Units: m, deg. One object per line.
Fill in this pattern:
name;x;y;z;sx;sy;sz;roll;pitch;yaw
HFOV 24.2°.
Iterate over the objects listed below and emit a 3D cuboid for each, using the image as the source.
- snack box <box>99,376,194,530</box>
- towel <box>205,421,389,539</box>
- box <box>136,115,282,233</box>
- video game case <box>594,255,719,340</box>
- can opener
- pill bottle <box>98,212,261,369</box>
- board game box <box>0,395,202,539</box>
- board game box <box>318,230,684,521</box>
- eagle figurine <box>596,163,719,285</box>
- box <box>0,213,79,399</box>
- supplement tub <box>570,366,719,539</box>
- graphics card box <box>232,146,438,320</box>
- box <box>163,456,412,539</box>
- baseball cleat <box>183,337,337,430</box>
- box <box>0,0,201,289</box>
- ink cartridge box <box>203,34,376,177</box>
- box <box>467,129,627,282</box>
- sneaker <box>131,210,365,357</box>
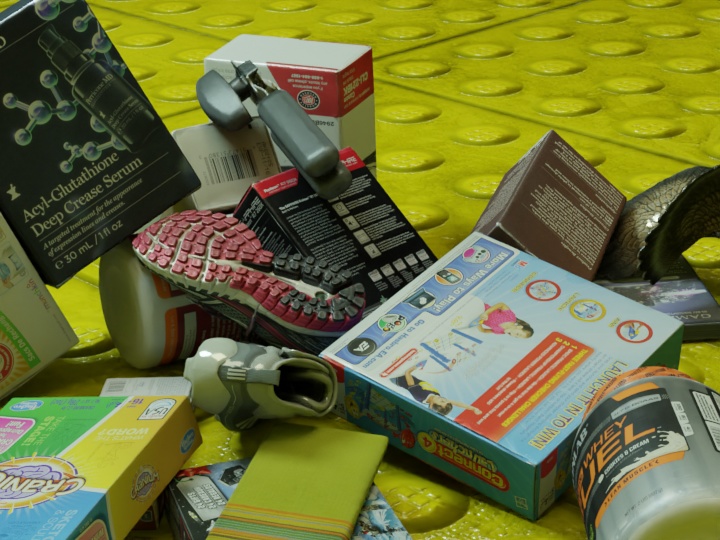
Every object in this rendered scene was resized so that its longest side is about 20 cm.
snack box;-0.171;0.132;1.251;0.072;0.024;0.200;0;22;3
towel;-0.040;0.154;1.101;0.086;0.018;0.200;8;22;9
box;-0.152;-0.064;1.524;0.095;0.078;0.200;-14;-11;-27
video game case;0.237;0.017;1.516;0.142;0.019;0.200;-4;23;-4
can opener;-0.071;-0.116;1.401;0.066;0.053;0.200;-38;42;-7
pill bottle;-0.113;0.009;1.433;0.200;0.113;0.113;-13;25;-28
board game box;-0.218;0.152;1.128;0.153;0.040;0.200;-3;25;24
board game box;0.106;0.071;1.256;0.196;0.056;0.200;26;45;31
eagle figurine;0.313;-0.048;1.487;0.199;0.152;0.151;0;42;-10
box;-0.327;-0.004;1.338;0.101;0.200;0.112;-36;35;-16
supplement tub;0.201;0.146;1.067;0.122;0.123;0.200;-2;22;-1
graphics card box;0.000;0.000;1.387;0.125;0.051;0.200;-24;70;-44
box;-0.044;0.182;1.102;0.137;0.040;0.200;-7;23;-16
baseball cleat;-0.064;0.090;1.236;0.106;0.070;0.200;9;-2;10
box;-0.251;-0.111;1.356;0.148;0.200;0.107;-37;17;-16
ink cartridge box;-0.064;-0.116;1.624;0.144;0.200;0.084;8;28;22
box;0.159;-0.032;1.465;0.100;0.075;0.200;42;32;-5
sneaker;-0.093;0.019;1.317;0.200;0.075;0.081;26;45;18
